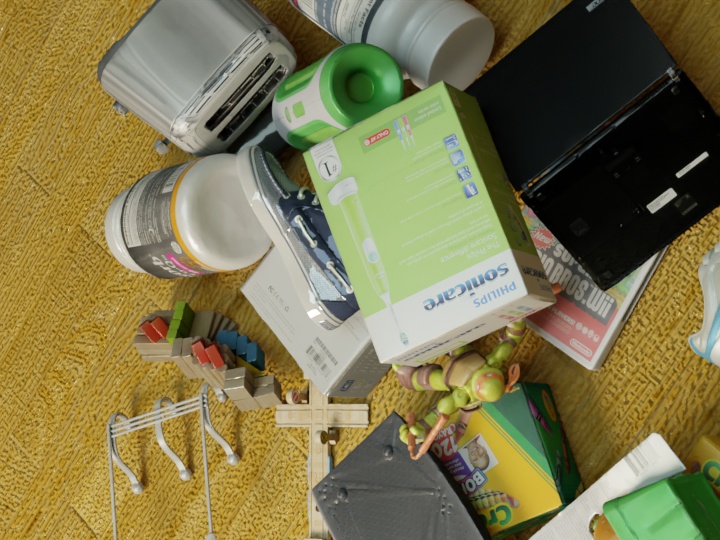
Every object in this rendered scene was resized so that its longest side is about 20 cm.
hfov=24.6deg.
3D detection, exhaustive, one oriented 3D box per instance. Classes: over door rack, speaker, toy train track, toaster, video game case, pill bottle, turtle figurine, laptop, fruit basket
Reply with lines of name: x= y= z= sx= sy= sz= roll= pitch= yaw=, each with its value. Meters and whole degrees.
over door rack: x=-0.202 y=0.229 z=1.722 sx=0.147 sy=0.067 sz=0.201 roll=-20 pitch=54 yaw=30
speaker: x=-0.024 y=-0.162 z=1.567 sx=0.200 sy=0.088 sz=0.089 roll=172 pitch=102 yaw=-72
toy train track: x=-0.047 y=0.188 z=1.652 sx=0.114 sy=0.032 sz=0.202 roll=-4 pitch=84 yaw=34
toaster: x=-0.154 y=-0.210 z=1.642 sx=0.129 sy=0.114 sz=0.200 roll=43 pitch=90 yaw=20
video game case: x=0.208 y=-0.030 z=1.511 sx=0.143 sy=0.017 sz=0.201 roll=35 pitch=105 yaw=32
pill bottle: x=-0.178 y=-0.051 z=1.686 sx=0.199 sy=0.116 sz=0.117 roll=-8 pitch=80 yaw=56
turtle figurine: x=0.101 y=0.085 z=1.491 sx=0.200 sy=0.064 sz=0.161 roll=-52 pitch=21 yaw=-4
laptop: x=0.218 y=-0.120 z=1.456 sx=0.177 sy=0.200 sz=0.103 roll=-38 pitch=22 yaw=15
fruit basket: x=0.236 y=0.264 z=1.376 sx=0.200 sy=0.093 sz=0.186 roll=-51 pitch=59 yaw=37
pill bottle: x=0.030 y=-0.255 z=1.592 sx=0.200 sy=0.119 sz=0.120 roll=41 pitch=108 yaw=29

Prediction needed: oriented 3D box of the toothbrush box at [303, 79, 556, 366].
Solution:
toothbrush box: x=0.059 y=-0.038 z=1.416 sx=0.145 sy=0.086 sz=0.201 roll=-26 pitch=74 yaw=20

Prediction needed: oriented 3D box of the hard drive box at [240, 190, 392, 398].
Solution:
hard drive box: x=0.000 y=0.000 z=1.612 sx=0.200 sy=0.077 sz=0.156 roll=-51 pitch=61 yaw=20

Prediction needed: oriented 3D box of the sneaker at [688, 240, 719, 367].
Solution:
sneaker: x=0.332 y=-0.014 z=1.392 sx=0.080 sy=0.076 sz=0.202 roll=14 pitch=91 yaw=36

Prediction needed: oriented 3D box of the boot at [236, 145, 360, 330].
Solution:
boot: x=-0.039 y=-0.049 z=1.565 sx=0.090 sy=0.073 sz=0.201 roll=-34 pitch=74 yaw=18

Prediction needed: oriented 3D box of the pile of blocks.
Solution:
pile of blocks: x=-0.157 y=0.075 z=1.701 sx=0.199 sy=0.062 sz=0.082 roll=24 pitch=69 yaw=34

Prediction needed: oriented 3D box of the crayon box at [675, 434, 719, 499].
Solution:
crayon box: x=0.309 y=0.230 z=1.397 sx=0.126 sy=0.051 sz=0.201 roll=39 pitch=106 yaw=30

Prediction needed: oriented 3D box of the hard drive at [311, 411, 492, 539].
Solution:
hard drive: x=0.050 y=0.245 z=1.504 sx=0.135 sy=0.042 sz=0.201 roll=-45 pitch=63 yaw=22

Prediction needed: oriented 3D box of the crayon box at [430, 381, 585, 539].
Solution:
crayon box: x=0.101 y=0.195 z=1.536 sx=0.199 sy=0.058 sz=0.120 roll=-28 pitch=70 yaw=29

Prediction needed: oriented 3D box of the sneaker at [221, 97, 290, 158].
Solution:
sneaker: x=-0.118 y=-0.200 z=1.725 sx=0.106 sy=0.075 sz=0.201 roll=-29 pitch=72 yaw=17
